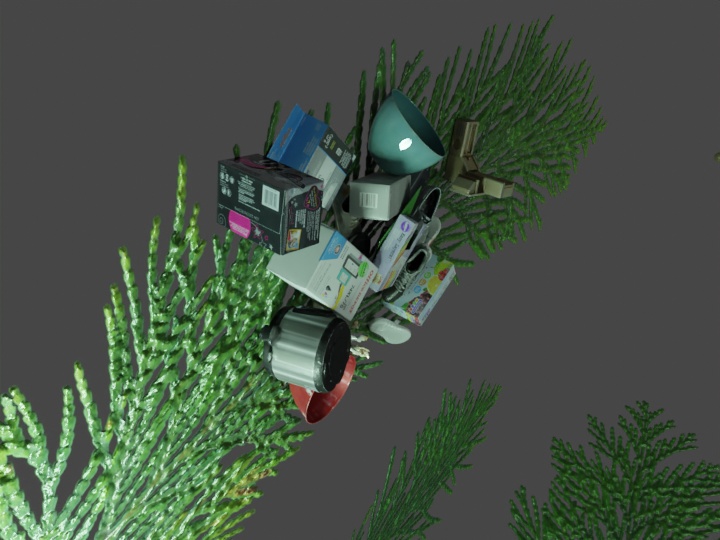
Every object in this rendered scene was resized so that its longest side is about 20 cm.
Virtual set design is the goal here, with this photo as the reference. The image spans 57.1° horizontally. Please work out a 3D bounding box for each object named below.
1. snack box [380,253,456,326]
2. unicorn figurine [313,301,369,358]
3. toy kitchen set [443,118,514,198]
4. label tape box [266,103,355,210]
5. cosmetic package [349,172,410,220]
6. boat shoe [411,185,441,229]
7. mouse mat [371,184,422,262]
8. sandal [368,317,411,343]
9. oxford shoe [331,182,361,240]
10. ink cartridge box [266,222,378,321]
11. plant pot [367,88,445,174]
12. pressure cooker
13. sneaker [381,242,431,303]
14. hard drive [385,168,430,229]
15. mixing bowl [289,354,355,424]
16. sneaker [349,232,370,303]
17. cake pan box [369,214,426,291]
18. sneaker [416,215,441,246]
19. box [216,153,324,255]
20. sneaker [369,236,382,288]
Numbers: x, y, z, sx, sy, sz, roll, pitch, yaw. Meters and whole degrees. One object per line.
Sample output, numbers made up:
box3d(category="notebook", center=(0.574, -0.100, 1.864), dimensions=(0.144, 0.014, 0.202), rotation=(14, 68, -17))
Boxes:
box3d(category="snack box", center=(0.169, 0.043, 1.931), dimensions=(0.202, 0.140, 0.053), rotation=(-53, 145, -19))
box3d(category="unicorn figurine", center=(-0.053, 0.138, 1.645), dimensions=(0.073, 0.135, 0.205), rotation=(-34, 121, -35))
box3d(category="toy kitchen set", center=(0.332, -0.317, 1.889), dimensions=(0.161, 0.197, 0.186), rotation=(-15, 122, -49))
box3d(category="label tape box", center=(-0.105, -0.244, 1.449), dimensions=(0.146, 0.065, 0.200), rotation=(-62, 148, -7))
box3d(category="cosmetic package", center=(0.050, -0.184, 1.603), dimensions=(0.199, 0.104, 0.093), rotation=(-31, 124, -66))
box3d(category="boat shoe", center=(0.167, -0.150, 1.859), dimensions=(0.069, 0.071, 0.205), rotation=(30, 79, -25))
box3d(category="mouse mat", center=(0.088, -0.110, 1.656), dimensions=(0.201, 0.007, 0.162), rotation=(-52, 172, -23))
box3d(category="sandal", center=(0.092, 0.168, 1.976), dimensions=(0.202, 0.081, 0.051), rotation=(36, 37, -54))
box3d(category="oxford shoe", center=(-0.026, -0.131, 1.633), dimensions=(0.075, 0.057, 0.203), rotation=(-48, 143, -28))
box3d(category="ink cartridge box", center=(-0.084, -0.006, 1.536), dimensions=(0.199, 0.144, 0.150), rotation=(39, 79, -51))
box3d(category="plant pot", center=(0.094, -0.314, 1.603), dimensions=(0.134, 0.204, 0.198), rotation=(-37, 154, 24))
box3d(category="pressure cooker", center=(-0.138, 0.177, 1.534), dimensions=(0.179, 0.194, 0.181), rotation=(-49, 144, -50))
box3d(category="sneaker", center=(0.120, 0.010, 1.831), dimensions=(0.202, 0.074, 0.116), rotation=(-54, 179, 10))
box3d(category="hard drive", center=(0.126, -0.205, 1.776), dimensions=(0.203, 0.042, 0.136), rotation=(-58, 167, -16))
box3d(category="mixing bowl", center=(-0.111, 0.274, 1.695), dimensions=(0.200, 0.107, 0.203), rotation=(-44, 153, -29))
box3d(category="sneaker", center=(0.000, 0.000, 1.690), dimensions=(0.073, 0.085, 0.205), rotation=(-10, 129, -31))
box3d(category="cake pan box", center=(0.090, -0.050, 1.668), dimensions=(0.204, 0.051, 0.184), rotation=(-61, 171, 9))
box3d(category="sneaker", center=(0.169, -0.064, 1.931), dimensions=(0.201, 0.077, 0.082), rotation=(-50, 168, -4))
box3d(category="box", center=(-0.177, -0.135, 1.293), dimensions=(0.113, 0.197, 0.136), rotation=(-21, 127, -47))
box3d(category="sneaker", center=(0.072, -0.032, 1.825), dimensions=(0.202, 0.066, 0.091), rotation=(-52, 146, -15))
